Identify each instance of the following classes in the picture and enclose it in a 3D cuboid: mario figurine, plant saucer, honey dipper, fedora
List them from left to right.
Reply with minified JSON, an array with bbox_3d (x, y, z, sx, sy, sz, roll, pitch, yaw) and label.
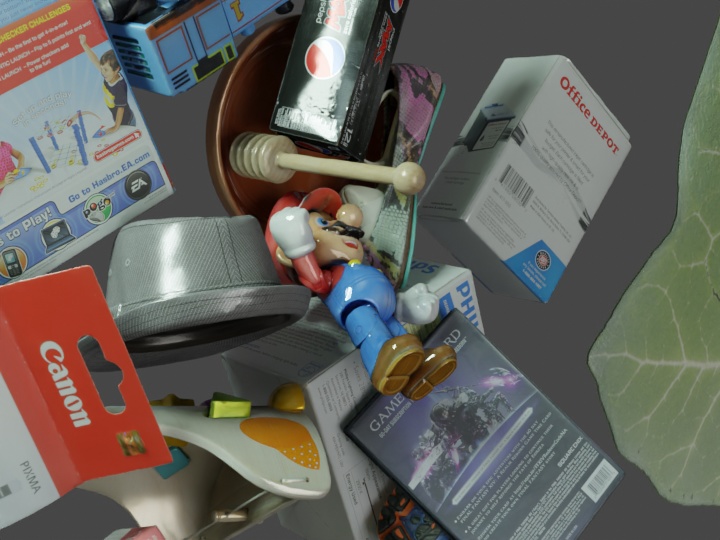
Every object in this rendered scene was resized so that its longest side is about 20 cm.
[{"bbox_3d":[-0.130,0.010,0.789,0.176,0.200,0.091,-7,79,-27],"label":"fedora"},{"bbox_3d":[-0.049,-0.117,0.910,0.200,0.032,0.202,-13,109,-40],"label":"plant saucer"},{"bbox_3d":[-0.027,-0.076,0.781,0.038,0.199,0.038,-11,107,-39],"label":"honey dipper"},{"bbox_3d":[0.000,0.000,0.832,0.106,0.200,0.124,-31,149,-16],"label":"mario figurine"}]

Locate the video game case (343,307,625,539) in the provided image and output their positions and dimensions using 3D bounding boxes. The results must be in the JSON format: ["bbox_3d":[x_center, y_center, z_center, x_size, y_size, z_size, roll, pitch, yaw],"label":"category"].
[{"bbox_3d":[0.104,0.149,0.869,0.200,0.019,0.143,44,70,1],"label":"video game case"}]

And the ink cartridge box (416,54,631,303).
[{"bbox_3d":[0.166,-0.092,1.064,0.146,0.086,0.201,41,71,-32],"label":"ink cartridge box"}]

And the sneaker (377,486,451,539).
[{"bbox_3d":[0.091,0.178,0.923,0.200,0.075,0.079,-44,141,-19],"label":"sneaker"}]

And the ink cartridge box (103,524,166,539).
[{"bbox_3d":[-0.227,0.274,0.776,0.200,0.116,0.068,-35,94,-32],"label":"ink cartridge box"}]

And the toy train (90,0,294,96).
[{"bbox_3d":[-0.113,-0.220,0.795,0.200,0.086,0.115,-42,134,-30],"label":"toy train"}]

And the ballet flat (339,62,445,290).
[{"bbox_3d":[0.021,-0.084,0.922,0.071,0.069,0.201,14,83,-16],"label":"ballet flat"}]

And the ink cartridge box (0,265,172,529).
[{"bbox_3d":[-0.245,0.094,0.690,0.057,0.199,0.163,-77,154,-61],"label":"ink cartridge box"}]

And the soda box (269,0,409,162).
[{"bbox_3d":[-0.008,-0.194,0.849,0.071,0.063,0.201,20,87,-71],"label":"soda box"}]

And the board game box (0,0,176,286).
[{"bbox_3d":[-0.250,-0.093,0.716,0.200,0.056,0.197,-37,122,-30],"label":"board game box"}]

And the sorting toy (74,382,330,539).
[{"bbox_3d":[-0.148,0.139,0.808,0.179,0.200,0.107,14,58,-28],"label":"sorting toy"}]

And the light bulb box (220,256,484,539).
[{"bbox_3d":[0.011,0.117,0.957,0.200,0.124,0.199,-33,120,-33],"label":"light bulb box"}]
